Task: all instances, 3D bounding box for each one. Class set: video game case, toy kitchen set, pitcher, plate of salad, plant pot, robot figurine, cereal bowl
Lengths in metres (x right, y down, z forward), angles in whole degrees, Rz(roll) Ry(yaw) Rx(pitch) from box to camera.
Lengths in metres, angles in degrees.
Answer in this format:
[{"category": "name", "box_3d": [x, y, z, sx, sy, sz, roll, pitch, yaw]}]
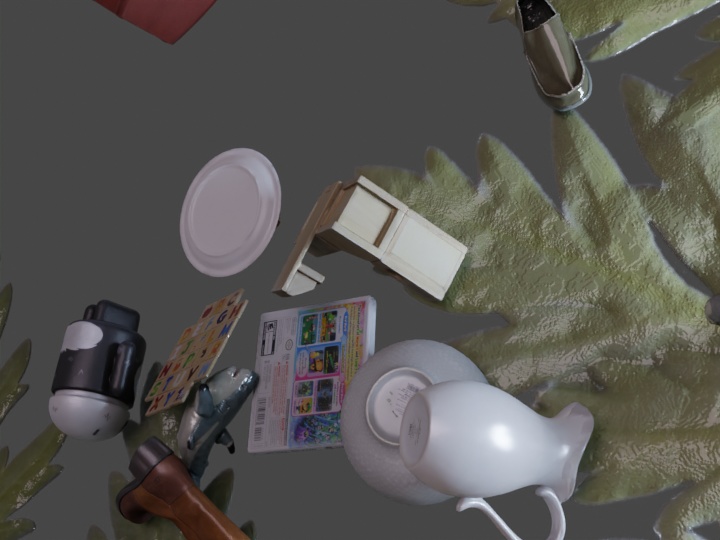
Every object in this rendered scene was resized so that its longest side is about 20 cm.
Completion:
[{"category": "video game case", "box_3d": [-0.065, 0.142, 1.283, 0.180, 0.024, 0.203, -10, 62, 26]}, {"category": "toy kitchen set", "box_3d": [0.000, 0.000, 1.281, 0.165, 0.179, 0.200, -61, 14, -11]}, {"category": "pitcher", "box_3d": [0.143, 0.213, 1.030, 0.121, 0.197, 0.174, 157, 123, -67]}, {"category": "plate of salad", "box_3d": [-0.195, -0.087, 1.452, 0.198, 0.048, 0.204, -9, 73, 31]}, {"category": "plant pot", "box_3d": [-0.372, -0.521, 1.681, 0.199, 0.199, 0.178, 36, 101, 37]}, {"category": "robot figurine", "box_3d": [-0.385, 0.150, 1.409, 0.123, 0.151, 0.203, 7, 68, 2]}, {"category": "cereal bowl", "box_3d": [0.061, 0.174, 1.142, 0.197, 0.083, 0.203, -9, 64, 20]}]

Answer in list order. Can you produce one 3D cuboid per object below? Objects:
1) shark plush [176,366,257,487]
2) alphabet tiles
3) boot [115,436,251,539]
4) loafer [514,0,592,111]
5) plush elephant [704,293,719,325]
[{"category": "shark plush", "box_3d": [-0.201, 0.227, 1.286, 0.091, 0.082, 0.203, -12, 65, 66]}, {"category": "alphabet tiles", "box_3d": [-0.231, 0.113, 1.338, 0.165, 0.006, 0.202, -25, 31, 45]}, {"category": "boot", "box_3d": [-0.227, 0.336, 1.255, 0.200, 0.068, 0.189, 42, 130, 15]}, {"category": "loafer", "box_3d": [0.247, -0.299, 1.274, 0.075, 0.070, 0.202, -28, 56, 16]}, {"category": "plush elephant", "box_3d": [0.436, 0.131, 0.927, 0.200, 0.162, 0.157, -114, 30, -66]}]
